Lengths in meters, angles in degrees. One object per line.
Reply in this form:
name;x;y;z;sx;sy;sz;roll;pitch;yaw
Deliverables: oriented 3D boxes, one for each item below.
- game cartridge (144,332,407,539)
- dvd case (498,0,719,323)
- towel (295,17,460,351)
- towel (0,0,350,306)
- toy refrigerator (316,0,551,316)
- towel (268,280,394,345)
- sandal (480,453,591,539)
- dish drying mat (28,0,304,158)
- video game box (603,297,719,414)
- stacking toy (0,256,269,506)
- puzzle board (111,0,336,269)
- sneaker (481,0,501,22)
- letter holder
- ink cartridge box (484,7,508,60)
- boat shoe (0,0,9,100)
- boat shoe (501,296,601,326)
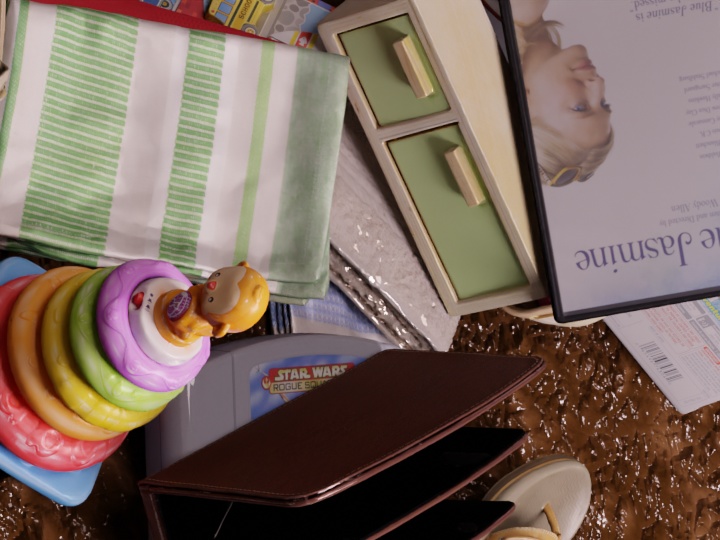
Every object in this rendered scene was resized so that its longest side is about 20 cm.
game cartridge;-0.037;0.103;1.453;0.200;0.041;0.134;-3;94;-43
dvd case;0.167;-0.078;1.492;0.018;0.142;0.201;41;39;-85
towel;0.006;-0.051;1.546;0.200;0.034;0.133;46;48;-22
towel;-0.109;-0.067;1.408;0.199;0.023;0.153;10;73;-13
toy refrigerator;0.055;-0.077;1.514;0.070;0.076;0.200;-43;114;-48
towel;0.000;0.000;1.561;0.147;0.024;0.201;12;66;-42
sandal;0.083;0.181;1.527;0.200;0.054;0.081;-30;131;-43
dish drying mat;-0.107;-0.113;1.448;0.200;0.018;0.077;15;60;-13
video game box;0.230;-0.010;1.673;0.200;0.182;0.047;49;47;-19
stacking toy;-0.118;0.036;1.304;0.110;0.200;0.116;39;52;-27
puzzle board;-0.092;-0.107;1.471;0.150;0.017;0.200;25;54;-3
sneaker;0.103;-0.251;1.573;0.078;0.115;0.200;-23;87;-44
letter holder;0.008;0.124;1.374;0.200;0.142;0.101;-27;107;-41
ink cartridge box;0.106;-0.227;1.707;0.146;0.084;0.200;53;47;-14
boat shoe;-0.223;-0.101;1.353;0.072;0.065;0.200;23;59;-37
boat shoe;0.160;-0.016;1.599;0.069;0.200;0.074;-5;65;-39
